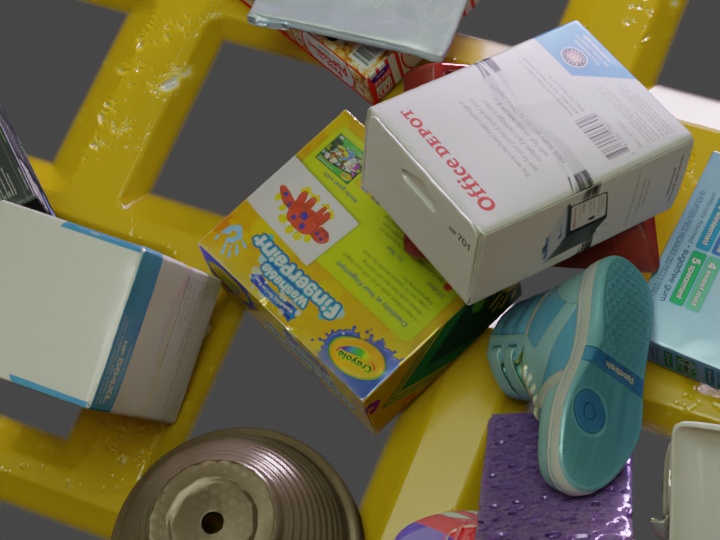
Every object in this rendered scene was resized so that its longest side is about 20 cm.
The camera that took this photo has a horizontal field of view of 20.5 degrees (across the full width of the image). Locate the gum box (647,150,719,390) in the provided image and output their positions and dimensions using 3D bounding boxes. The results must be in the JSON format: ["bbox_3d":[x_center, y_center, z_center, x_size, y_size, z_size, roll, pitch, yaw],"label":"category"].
[{"bbox_3d":[0.327,0.020,1.518,0.199,0.045,0.171,22,70,21],"label":"gum box"}]

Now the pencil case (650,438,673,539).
[{"bbox_3d":[0.311,0.167,1.429,0.198,0.078,0.090,4,38,12],"label":"pencil case"}]

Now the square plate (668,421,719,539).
[{"bbox_3d":[0.312,0.197,1.379,0.198,0.200,0.028,5,26,14],"label":"square plate"}]

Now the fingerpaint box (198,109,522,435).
[{"bbox_3d":[0.000,0.000,1.573,0.167,0.073,0.200,-43,64,-12],"label":"fingerpaint box"}]

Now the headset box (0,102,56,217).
[{"bbox_3d":[-0.375,-0.060,1.662,0.199,0.093,0.175,-29,63,-4],"label":"headset box"}]

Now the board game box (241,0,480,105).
[{"bbox_3d":[-0.009,-0.257,1.715,0.151,0.046,0.200,-44,65,-11],"label":"board game box"}]

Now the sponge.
[{"bbox_3d":[0.141,0.164,1.430,0.111,0.030,0.200,-1,26,9],"label":"sponge"}]

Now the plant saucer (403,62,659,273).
[{"bbox_3d":[0.134,-0.091,1.562,0.198,0.037,0.201,4,51,-3],"label":"plant saucer"}]

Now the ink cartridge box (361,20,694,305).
[{"bbox_3d":[0.121,-0.083,1.474,0.199,0.086,0.147,-25,57,-24],"label":"ink cartridge box"}]

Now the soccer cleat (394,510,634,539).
[{"bbox_3d":[0.118,0.206,1.449,0.198,0.077,0.067,8,66,14],"label":"soccer cleat"}]

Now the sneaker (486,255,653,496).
[{"bbox_3d":[0.143,0.091,1.476,0.130,0.079,0.201,-23,35,43],"label":"sneaker"}]

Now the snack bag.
[{"bbox_3d":[0.022,-0.268,1.675,0.187,0.021,0.201,14,66,17],"label":"snack bag"}]

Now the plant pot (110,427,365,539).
[{"bbox_3d":[-0.100,0.204,1.484,0.199,0.093,0.202,-4,65,8],"label":"plant pot"}]

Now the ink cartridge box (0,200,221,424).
[{"bbox_3d":[-0.203,0.038,1.536,0.128,0.200,0.126,17,86,18],"label":"ink cartridge box"}]
